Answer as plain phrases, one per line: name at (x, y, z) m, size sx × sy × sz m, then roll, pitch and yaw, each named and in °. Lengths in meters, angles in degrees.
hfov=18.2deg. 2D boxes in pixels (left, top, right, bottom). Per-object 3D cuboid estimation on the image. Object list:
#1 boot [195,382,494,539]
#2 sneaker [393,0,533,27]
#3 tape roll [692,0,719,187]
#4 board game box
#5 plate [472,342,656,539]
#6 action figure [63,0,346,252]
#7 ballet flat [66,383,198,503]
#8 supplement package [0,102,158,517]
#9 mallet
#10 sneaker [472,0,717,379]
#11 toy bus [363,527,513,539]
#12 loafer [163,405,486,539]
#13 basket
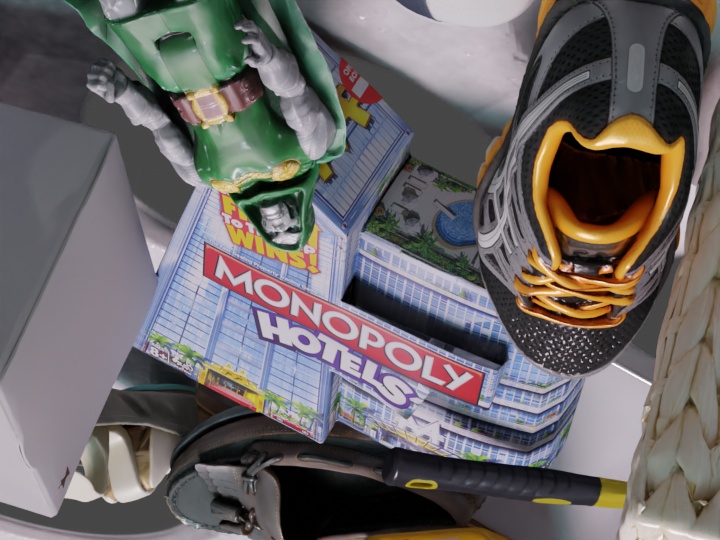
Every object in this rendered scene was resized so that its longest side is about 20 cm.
boot at (-0.009, 0.119, 1.164) m, size 0.199 × 0.076 × 0.074 m, roll 28°, pitch -169°, yaw -25°
sneaker at (0.006, -0.111, 0.685) m, size 0.079 × 0.130 × 0.199 m, roll -23°, pitch 137°, yaw 13°
tape roll at (0.184, -0.078, 0.790) m, size 0.201 × 0.037 × 0.203 m, roll 9°, pitch 151°, yaw 5°
board game box at (0.000, 0.000, 0.928) m, size 0.199 × 0.062 × 0.200 m, roll 26°, pitch 149°, yaw 12°
plate at (0.062, 0.055, 1.047) m, size 0.199 × 0.032 × 0.200 m, roll 31°, pitch 150°, yaw -4°
action figure at (-0.060, -0.084, 0.789) m, size 0.117 × 0.055 × 0.201 m, roll -12°, pitch 130°, yaw 23°
ballet flat at (-0.131, 0.087, 1.117) m, size 0.067 × 0.064 × 0.200 m, roll -24°, pitch 160°, yaw 21°
supplement package at (-0.199, -0.002, 0.902) m, size 0.198 × 0.120 × 0.122 m, roll 16°, pitch 153°, yaw 12°
mallet at (0.110, 0.091, 0.947) m, size 0.198 × 0.041 × 0.066 m, roll 11°, pitch 152°, yaw -21°
sneaker at (0.078, -0.020, 0.784) m, size 0.078 × 0.078 × 0.201 m, roll 5°, pitch 141°, yaw 3°
toy bus at (0.049, 0.162, 1.066) m, size 0.078 × 0.066 × 0.200 m, roll -7°, pitch 167°, yaw 14°
loafer at (-0.021, 0.101, 1.062) m, size 0.199 × 0.063 × 0.072 m, roll -15°, pitch 129°, yaw 36°
basket at (0.164, 0.042, 0.777) m, size 0.122 × 0.201 × 0.136 m, roll 13°, pitch 152°, yaw 11°
